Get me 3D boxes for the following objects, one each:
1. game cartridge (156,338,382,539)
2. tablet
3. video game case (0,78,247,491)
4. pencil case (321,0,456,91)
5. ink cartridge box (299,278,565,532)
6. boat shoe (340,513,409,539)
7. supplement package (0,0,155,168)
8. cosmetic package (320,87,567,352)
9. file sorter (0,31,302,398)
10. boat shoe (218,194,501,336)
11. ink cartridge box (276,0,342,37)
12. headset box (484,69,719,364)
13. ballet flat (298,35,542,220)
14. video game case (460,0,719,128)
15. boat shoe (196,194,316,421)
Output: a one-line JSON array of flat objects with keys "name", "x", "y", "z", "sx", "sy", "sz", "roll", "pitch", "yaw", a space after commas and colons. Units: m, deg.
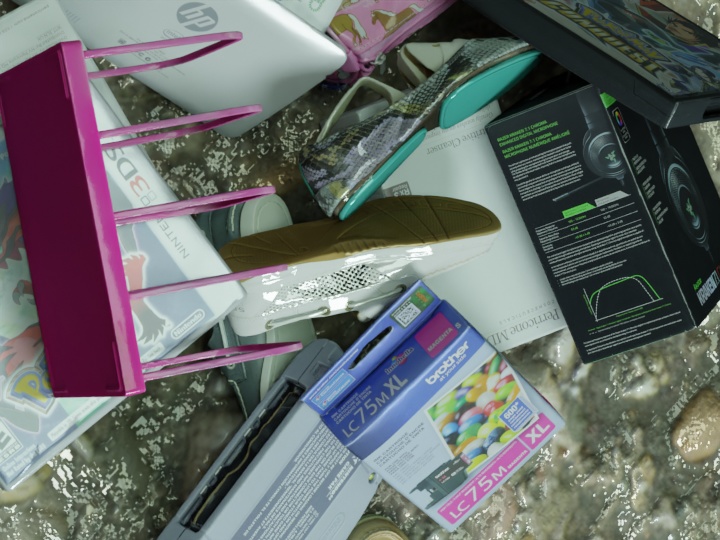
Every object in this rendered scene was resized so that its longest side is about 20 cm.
[{"name": "game cartridge", "x": -0.054, "y": 0.159, "z": 1.443, "sx": 0.200, "sy": 0.041, "sz": 0.133, "roll": -52, "pitch": 136, "yaw": -17}, {"name": "tablet", "x": -0.121, "y": -0.164, "z": 1.402, "sx": 0.200, "sy": 0.130, "sz": 0.014, "roll": 31, "pitch": 46, "yaw": -31}, {"name": "video game case", "x": -0.197, "y": 0.005, "z": 1.303, "sx": 0.200, "sy": 0.023, "sz": 0.182, "roll": -40, "pitch": 101, "yaw": -18}, {"name": "pencil case", "x": 0.037, "y": -0.214, "z": 1.511, "sx": 0.200, "sy": 0.083, "sz": 0.087, "roll": -39, "pitch": 102, "yaw": -21}, {"name": "ink cartridge box", "x": 0.053, "y": 0.097, "z": 1.453, "sx": 0.119, "sy": 0.042, "sz": 0.200, "roll": -44, "pitch": 138, "yaw": 2}, {"name": "boat shoe", "x": 0.043, "y": 0.268, "z": 1.498, "sx": 0.073, "sy": 0.063, "sz": 0.200, "roll": -26, "pitch": 97, "yaw": -22}, {"name": "supplement package", "x": -0.212, "y": -0.062, "z": 1.375, "sx": 0.117, "sy": 0.117, "sz": 0.200, "roll": -33, "pitch": 100, "yaw": -20}, {"name": "cosmetic package", "x": 0.060, "y": -0.034, "z": 1.511, "sx": 0.113, "sy": 0.081, "sz": 0.200, "roll": -23, "pitch": 95, "yaw": -21}, {"name": "file sorter", "x": -0.123, "y": -0.035, "z": 1.251, "sx": 0.125, "sy": 0.139, "sz": 0.201, "roll": -11, "pitch": 91, "yaw": -25}, {"name": "boat shoe", "x": 0.000, "y": 0.000, "z": 1.425, "sx": 0.199, "sy": 0.071, "sz": 0.069, "roll": -11, "pitch": 120, "yaw": -16}, {"name": "ink cartridge box", "x": -0.087, "y": -0.247, "z": 1.403, "sx": 0.200, "sy": 0.037, "sz": 0.095, "roll": 34, "pitch": 76, "yaw": -20}, {"name": "headset box", "x": 0.185, "y": -0.060, "z": 1.515, "sx": 0.200, "sy": 0.093, "sz": 0.174, "roll": 67, "pitch": 26, "yaw": -6}, {"name": "ballet flat", "x": 0.036, "y": -0.117, "z": 1.430, "sx": 0.200, "sy": 0.072, "sz": 0.072, "roll": -39, "pitch": 102, "yaw": -19}, {"name": "video game case", "x": 0.185, "y": -0.164, "z": 1.477, "sx": 0.181, "sy": 0.200, "sz": 0.026, "roll": -12, "pitch": 131, "yaw": -53}, {"name": "boat shoe", "x": -0.074, "y": 0.044, "z": 1.470, "sx": 0.073, "sy": 0.062, "sz": 0.201, "roll": -28, "pitch": 114, "yaw": -57}]
